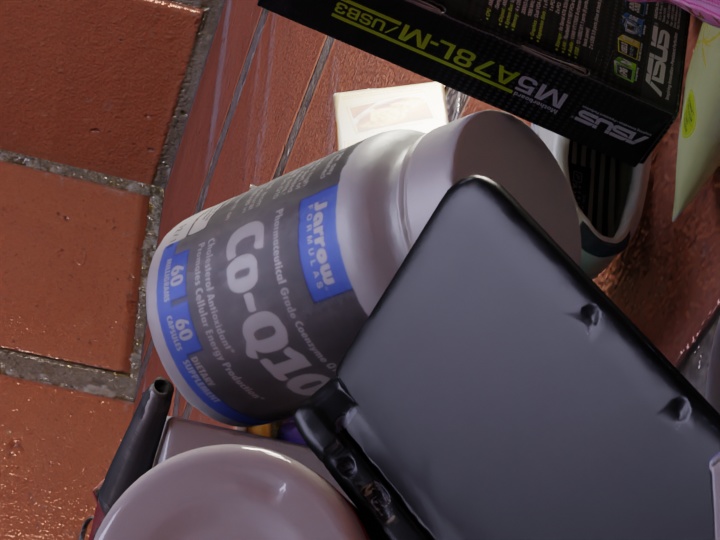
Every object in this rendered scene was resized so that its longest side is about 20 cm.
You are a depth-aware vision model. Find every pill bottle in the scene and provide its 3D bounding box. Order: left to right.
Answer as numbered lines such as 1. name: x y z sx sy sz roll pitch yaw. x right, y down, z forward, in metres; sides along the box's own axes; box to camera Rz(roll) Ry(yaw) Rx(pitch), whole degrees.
1. pill bottle: -0.035 0.142 0.726 0.200 0.110 0.113 59 -140 -72
2. pill bottle: 0.000 0.000 0.842 0.199 0.113 0.115 -21 51 40

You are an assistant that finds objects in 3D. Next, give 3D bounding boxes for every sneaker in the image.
1. sneaker: 0.122 -0.095 0.887 0.071 0.072 0.202 155 118 -64

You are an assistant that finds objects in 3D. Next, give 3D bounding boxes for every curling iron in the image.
1. curling iron: -0.125 0.113 0.901 0.201 0.025 0.050 114 164 -50

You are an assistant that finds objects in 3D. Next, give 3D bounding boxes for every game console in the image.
1. game console: 0.079 0.096 0.650 0.200 0.116 0.176 50 179 30

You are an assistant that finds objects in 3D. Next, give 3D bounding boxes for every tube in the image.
1. tube: 0.166 -0.112 0.721 0.052 0.058 0.201 49 144 25

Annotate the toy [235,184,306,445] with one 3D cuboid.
1. toy: -0.030 0.060 0.995 0.115 0.047 0.202 21 -112 -67

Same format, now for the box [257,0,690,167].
1. box: 0.066 -0.165 0.829 0.048 0.191 0.201 119 168 -51

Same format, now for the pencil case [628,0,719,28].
1. pencil case: 0.141 -0.114 0.612 0.083 0.086 0.200 -64 33 10

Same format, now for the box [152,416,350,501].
1. box: -0.061 0.184 0.884 0.097 0.123 0.202 158 125 -79

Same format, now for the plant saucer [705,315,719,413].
1. plant saucer: 0.160 0.033 0.589 0.200 0.050 0.202 -166 90 -78

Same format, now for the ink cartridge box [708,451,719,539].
1. ink cartridge box: 0.124 0.104 0.487 0.099 0.039 0.202 -7 -84 -69

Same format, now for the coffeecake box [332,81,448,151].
1. coffeecake box: 0.030 0.007 1.047 0.201 0.072 0.155 -94 -3 -54
